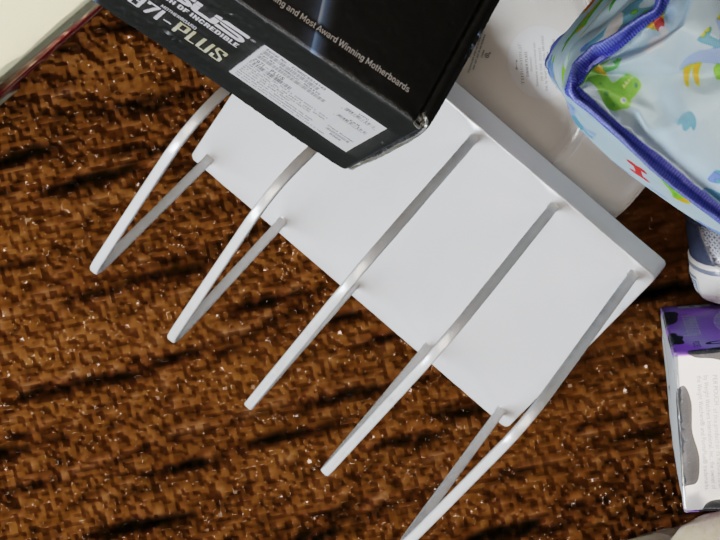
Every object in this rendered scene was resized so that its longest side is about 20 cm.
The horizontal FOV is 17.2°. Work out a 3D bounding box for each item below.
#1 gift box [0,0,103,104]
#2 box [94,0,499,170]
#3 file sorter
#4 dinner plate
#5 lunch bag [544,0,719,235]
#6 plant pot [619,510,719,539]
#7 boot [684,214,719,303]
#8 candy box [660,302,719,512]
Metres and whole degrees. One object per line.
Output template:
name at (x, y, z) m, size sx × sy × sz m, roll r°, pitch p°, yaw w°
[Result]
gift box at (-0.194, -0.172, 1.064) m, size 0.187 × 0.185 × 0.200 m, roll -41°, pitch 92°, yaw 2°
box at (-0.033, -0.165, 0.954) m, size 0.200 × 0.086 × 0.164 m, roll 34°, pitch 70°, yaw -14°
file sorter at (0.000, 0.000, 1.054) m, size 0.200 × 0.125 × 0.139 m, roll 41°, pitch 137°, yaw 2°
dinner plate at (0.051, -0.101, 1.075) m, size 0.200 × 0.024 × 0.200 m, roll 9°, pitch 109°, yaw 27°
lunch bag at (0.183, -0.057, 0.951) m, size 0.200 × 0.170 × 0.127 m, roll 41°, pitch 99°, yaw -3°
plant pot at (0.186, 0.195, 1.060) m, size 0.200 × 0.200 × 0.184 m, roll -18°, pitch 82°, yaw 7°
boot at (0.241, -0.041, 1.067) m, size 0.200 × 0.073 × 0.090 m, roll -8°, pitch 112°, yaw 12°
candy box at (0.235, 0.050, 1.042) m, size 0.200 × 0.168 × 0.072 m, roll -5°, pitch 95°, yaw 6°
